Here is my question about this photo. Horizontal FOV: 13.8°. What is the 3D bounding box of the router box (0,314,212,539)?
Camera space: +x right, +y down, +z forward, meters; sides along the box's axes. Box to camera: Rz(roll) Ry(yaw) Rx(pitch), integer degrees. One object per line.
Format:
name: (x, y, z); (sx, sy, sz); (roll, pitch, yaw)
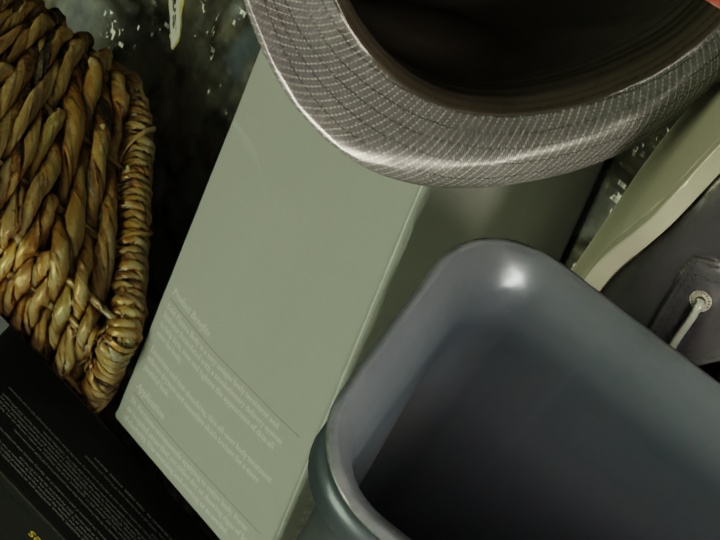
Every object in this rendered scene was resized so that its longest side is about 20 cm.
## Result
router box: (-0.157, 0.091, 1.127); (0.200, 0.052, 0.157); (47, 137, -6)

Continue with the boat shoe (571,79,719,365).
boat shoe: (0.106, 0.003, 0.961); (0.063, 0.073, 0.200); (35, 119, -5)

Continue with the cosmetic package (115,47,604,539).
cosmetic package: (0.000, 0.000, 1.048); (0.107, 0.090, 0.200); (47, 121, 39)

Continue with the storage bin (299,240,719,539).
storage bin: (0.065, 0.107, 0.905); (0.200, 0.146, 0.134); (38, 137, 0)

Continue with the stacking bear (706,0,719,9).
stacking bear: (0.152, -0.155, 0.839); (0.114, 0.121, 0.200); (55, 127, 25)

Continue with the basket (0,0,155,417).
basket: (-0.142, -0.001, 1.186); (0.149, 0.143, 0.200); (38, 137, 4)

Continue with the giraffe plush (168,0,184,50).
giraffe plush: (-0.152, -0.180, 1.122); (0.173, 0.162, 0.201); (122, 144, -56)

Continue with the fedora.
fedora: (0.044, -0.123, 0.938); (0.177, 0.200, 0.090); (64, 171, -18)
